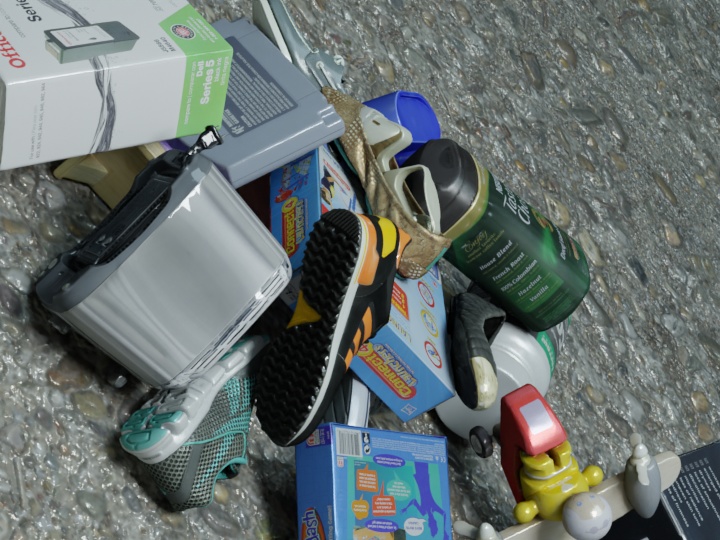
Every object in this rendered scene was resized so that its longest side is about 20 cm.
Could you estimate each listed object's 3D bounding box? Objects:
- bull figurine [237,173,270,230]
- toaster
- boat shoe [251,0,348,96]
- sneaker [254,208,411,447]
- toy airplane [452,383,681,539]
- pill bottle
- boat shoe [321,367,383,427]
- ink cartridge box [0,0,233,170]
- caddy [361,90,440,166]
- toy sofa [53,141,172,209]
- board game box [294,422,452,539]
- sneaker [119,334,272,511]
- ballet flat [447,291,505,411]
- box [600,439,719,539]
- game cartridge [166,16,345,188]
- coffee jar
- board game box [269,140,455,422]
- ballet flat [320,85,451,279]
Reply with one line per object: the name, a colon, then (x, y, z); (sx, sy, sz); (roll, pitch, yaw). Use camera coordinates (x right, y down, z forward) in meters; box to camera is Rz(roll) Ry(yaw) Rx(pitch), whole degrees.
bull figurine: (-0.075, -0.079, 1.586); (0.121, 0.065, 0.200); (18, 51, -52)
toaster: (-0.145, -0.003, 1.325); (0.200, 0.114, 0.129); (-48, 113, -13)
boat shoe: (-0.041, -0.173, 1.580); (0.062, 0.073, 0.200); (-25, 89, -15)
sneaker: (-0.014, 0.051, 1.344); (0.090, 0.200, 0.070); (7, 17, -45)
toy airplane: (0.183, 0.225, 1.533); (0.199, 0.141, 0.200); (26, 85, -22)
pill bottle: (0.141, 0.078, 1.684); (0.113, 0.113, 0.200); (47, 33, -12)
boat shoe: (-0.005, 0.100, 1.505); (0.067, 0.074, 0.200); (32, 38, -29)
ink cartridge box: (-0.226, -0.166, 1.349); (0.200, 0.084, 0.146); (-14, 45, -33)
caddy: (0.024, -0.102, 1.700); (0.200, 0.105, 0.142); (-12, 83, -73)
toy sofa: (-0.155, -0.054, 1.443); (0.200, 0.083, 0.098); (49, 33, -10)
board game box: (0.015, 0.232, 1.384); (0.152, 0.045, 0.200); (14, 68, -47)
sneaker: (-0.119, 0.122, 1.355); (0.091, 0.077, 0.200); (65, 33, -15)
ballet flat: (0.110, 0.067, 1.518); (0.057, 0.067, 0.200); (5, 22, -1)
box: (0.337, 0.297, 1.729); (0.196, 0.124, 0.200); (-7, 65, -53)
game cartridge: (-0.117, -0.150, 1.508); (0.200, 0.133, 0.042); (49, -16, 43)
coffee jar: (0.121, -0.035, 1.586); (0.200, 0.085, 0.104); (36, 25, -27)
board game box: (0.000, 0.000, 1.490); (0.200, 0.056, 0.196); (47, 23, -32)
ballet flat: (0.026, -0.089, 1.499); (0.200, 0.065, 0.070); (65, 20, 15)
